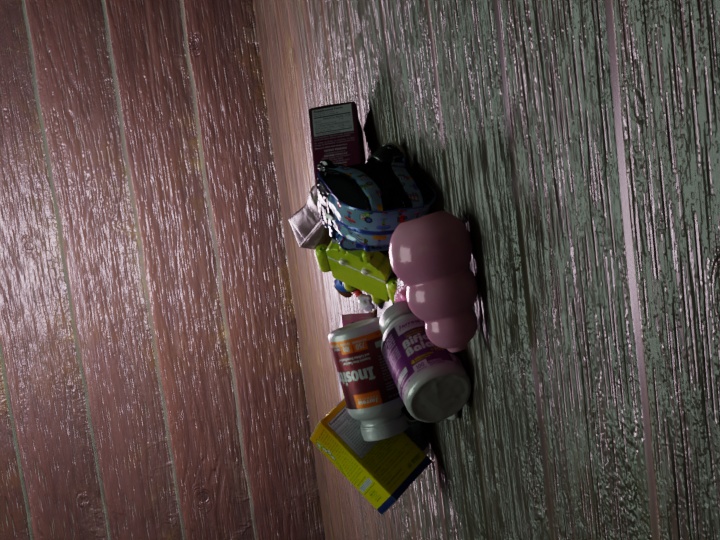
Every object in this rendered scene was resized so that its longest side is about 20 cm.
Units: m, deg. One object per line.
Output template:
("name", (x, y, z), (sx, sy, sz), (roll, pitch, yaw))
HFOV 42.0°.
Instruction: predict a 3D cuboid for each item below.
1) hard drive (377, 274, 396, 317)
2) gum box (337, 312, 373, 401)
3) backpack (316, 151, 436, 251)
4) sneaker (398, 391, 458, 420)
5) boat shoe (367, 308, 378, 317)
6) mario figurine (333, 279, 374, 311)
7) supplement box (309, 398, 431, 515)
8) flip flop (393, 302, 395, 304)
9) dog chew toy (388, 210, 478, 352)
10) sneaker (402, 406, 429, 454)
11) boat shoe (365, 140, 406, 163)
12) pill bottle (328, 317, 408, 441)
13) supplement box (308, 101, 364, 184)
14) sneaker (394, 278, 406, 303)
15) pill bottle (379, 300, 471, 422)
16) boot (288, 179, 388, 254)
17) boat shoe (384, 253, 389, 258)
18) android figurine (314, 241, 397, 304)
("hard drive", (0.068, 0.104, 1.853), (0.201, 0.042, 0.136), (95, 163, -50))
("gum box", (-0.006, 0.180, 1.833), (0.201, 0.065, 0.115), (96, 169, -53))
("backpack", (0.031, -0.100, 1.545), (0.200, 0.180, 0.136), (-129, 36, -59))
("sneaker", (0.103, 0.190, 1.625), (0.201, 0.087, 0.082), (-117, 20, -62))
("boat shoe", (0.029, 0.186, 1.979), (0.071, 0.072, 0.203), (-16, 76, 42))
("mario figurine", (0.019, 0.017, 1.940), (0.200, 0.105, 0.125), (-9, 96, 68))
("supplement box", (0.017, 0.336, 1.754), (0.200, 0.109, 0.110), (45, 151, 10))
("flip flop", (0.064, 0.126, 1.735), (0.081, 0.057, 0.201), (44, 146, 11))
("dog chew toy", (0.116, 0.019, 1.364), (0.124, 0.123, 0.203), (177, 76, -79))
("sneaker", (0.073, 0.245, 1.811), (0.203, 0.076, 0.147), (-123, 14, -45))
("boat shoe", (0.033, -0.141, 1.713), (0.073, 0.063, 0.203), (37, 140, 25))
("pill bottle", (0.019, 0.194, 1.672), (0.113, 0.112, 0.203), (177, 77, -79))
("supplement box", (-0.041, -0.219, 1.906), (0.131, 0.102, 0.203), (68, -164, -70))
("sneaker", (0.097, -0.001, 1.577), (0.200, 0.078, 0.097), (136, 136, -75))
("pill bottle", (0.097, 0.141, 1.533), (0.201, 0.111, 0.113), (-116, 20, -50))
("boot", (-0.044, -0.067, 1.748), (0.187, 0.064, 0.200), (46, 148, 3))
("boat shoe", (0.030, -0.023, 1.765), (0.200, 0.074, 0.074), (-41, 64, 54))
("android figurine", (0.000, 0.000, 1.711), (0.041, 0.180, 0.200), (-61, -15, -19))
